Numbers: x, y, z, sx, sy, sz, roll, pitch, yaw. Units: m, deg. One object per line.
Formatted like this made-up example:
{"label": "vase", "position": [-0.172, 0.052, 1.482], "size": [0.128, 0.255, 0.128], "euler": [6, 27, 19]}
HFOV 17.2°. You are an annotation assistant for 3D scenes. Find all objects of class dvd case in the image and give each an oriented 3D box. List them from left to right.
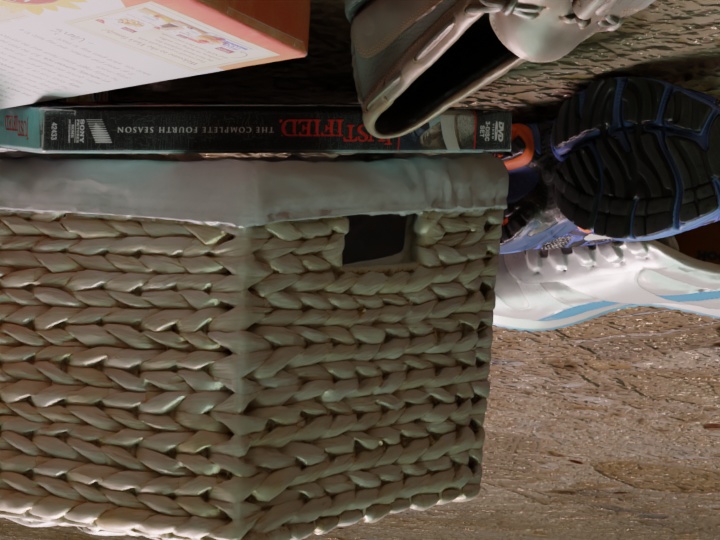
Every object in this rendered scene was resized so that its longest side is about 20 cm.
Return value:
{"label": "dvd case", "position": [-0.055, -0.061, 1.009], "size": [0.199, 0.022, 0.146], "euler": [-2, -175, -21]}

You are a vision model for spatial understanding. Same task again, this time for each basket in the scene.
{"label": "basket", "position": [-0.063, 0.025, 1.045], "size": [0.199, 0.161, 0.198], "euler": [1, -177, 36]}

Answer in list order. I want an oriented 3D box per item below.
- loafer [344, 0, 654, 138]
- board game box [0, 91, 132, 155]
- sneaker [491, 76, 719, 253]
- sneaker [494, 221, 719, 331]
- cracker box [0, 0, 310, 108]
{"label": "loafer", "position": [0.060, -0.095, 0.863], "size": [0.072, 0.063, 0.200], "euler": [10, 166, -30]}
{"label": "board game box", "position": [-0.164, -0.062, 1.163], "size": [0.104, 0.024, 0.200], "euler": [-1, 168, 3]}
{"label": "sneaker", "position": [0.121, -0.047, 1.096], "size": [0.078, 0.076, 0.200], "euler": [-1, 179, -32]}
{"label": "sneaker", "position": [0.132, -0.017, 1.225], "size": [0.199, 0.077, 0.081], "euler": [-3, 153, 9]}
{"label": "cracker box", "position": [-0.135, -0.107, 0.856], "size": [0.199, 0.058, 0.134], "euler": [-7, 164, 34]}
